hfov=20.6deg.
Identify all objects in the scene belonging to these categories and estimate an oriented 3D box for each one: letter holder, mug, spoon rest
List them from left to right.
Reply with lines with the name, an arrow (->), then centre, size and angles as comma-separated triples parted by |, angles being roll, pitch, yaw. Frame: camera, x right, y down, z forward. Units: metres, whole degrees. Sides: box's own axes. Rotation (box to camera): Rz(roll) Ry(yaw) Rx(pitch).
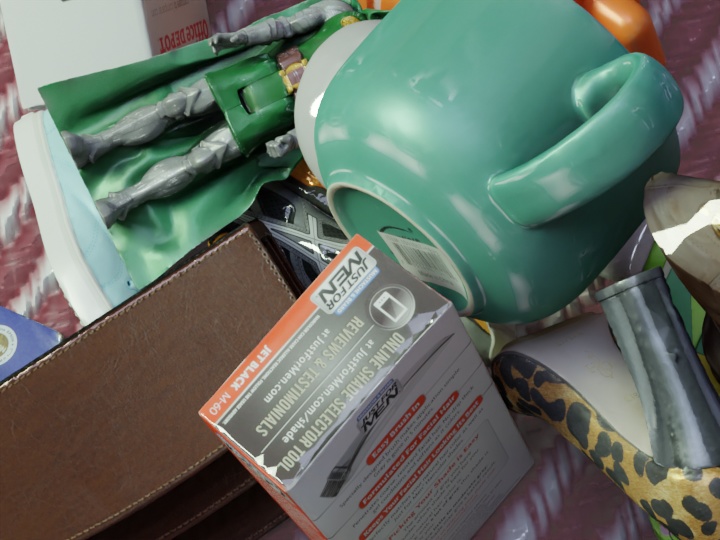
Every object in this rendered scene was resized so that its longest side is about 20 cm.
letter holder -> -0.099, 0.087, 0.994 | 0.199, 0.101, 0.143 | -33, 92, 2
spoon rest -> 0.056, -0.053, 1.017 | 0.199, 0.061, 0.100 | 30, 75, -12
mug -> 0.053, -0.055, 0.888 | 0.152, 0.185, 0.115 | 38, 73, 14

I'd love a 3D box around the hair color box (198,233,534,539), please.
hair color box -> 0.010, 0.080, 0.939 | 0.064, 0.200, 0.111 | 37, 79, 27

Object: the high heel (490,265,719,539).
high heel -> 0.123, 0.089, 0.931 | 0.071, 0.200, 0.143 | -20, 82, -17

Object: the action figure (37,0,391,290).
action figure -> -0.054, -0.089, 1.026 | 0.199, 0.055, 0.119 | -28, 90, -7

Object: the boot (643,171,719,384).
boot -> 0.207, 0.044, 0.854 | 0.186, 0.200, 0.064 | 36, 79, 27

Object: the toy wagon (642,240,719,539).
toy wagon -> 0.193, 0.065, 0.985 | 0.154, 0.040, 0.201 | 20, 72, 24

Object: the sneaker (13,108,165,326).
sneaker -> -0.131, -0.025, 1.101 | 0.082, 0.074, 0.201 | -27, 62, 5

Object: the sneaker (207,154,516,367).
sneaker -> 0.000, 0.000, 1.059 | 0.200, 0.078, 0.077 | 36, 93, 30

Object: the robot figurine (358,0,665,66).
robot figurine -> 0.073, -0.155, 1.081 | 0.200, 0.116, 0.144 | 37, 123, 27

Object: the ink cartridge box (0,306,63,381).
ink cartridge box -> -0.298, 0.081, 1.117 | 0.199, 0.041, 0.201 | 21, 72, 23

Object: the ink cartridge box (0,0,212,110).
ink cartridge box -> -0.151, -0.202, 1.101 | 0.085, 0.148, 0.201 | -9, 101, 11
